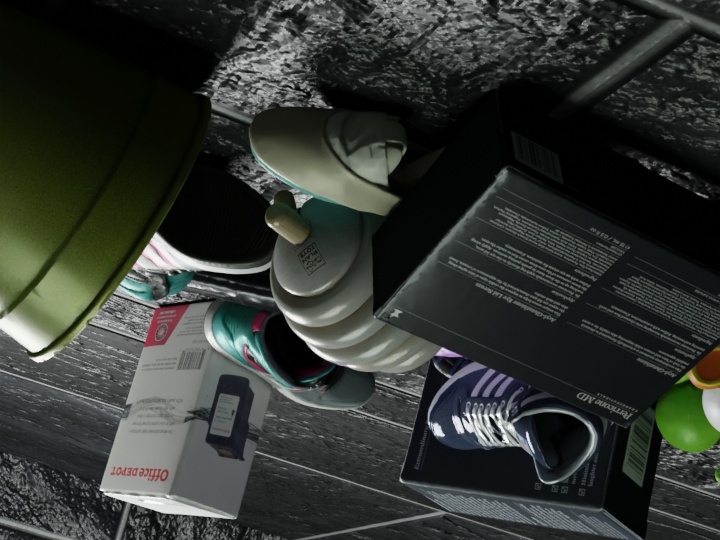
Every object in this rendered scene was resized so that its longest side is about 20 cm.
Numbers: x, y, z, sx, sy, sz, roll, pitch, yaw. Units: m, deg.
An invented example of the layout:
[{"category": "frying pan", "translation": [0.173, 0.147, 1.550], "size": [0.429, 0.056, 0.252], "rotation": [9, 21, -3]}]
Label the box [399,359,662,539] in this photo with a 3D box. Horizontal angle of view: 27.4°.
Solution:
[{"category": "box", "translation": [0.156, 0.141, 1.302], "size": [0.198, 0.150, 0.107], "rotation": [4, 159, 33]}]

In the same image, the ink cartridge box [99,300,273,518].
[{"category": "ink cartridge box", "translation": [-0.167, 0.140, 1.482], "size": [0.084, 0.202, 0.144], "rotation": [26, 160, -33]}]

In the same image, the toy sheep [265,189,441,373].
[{"category": "toy sheep", "translation": [0.000, 0.000, 1.012], "size": [0.137, 0.139, 0.199], "rotation": [-2, 158, 44]}]

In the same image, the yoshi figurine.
[{"category": "yoshi figurine", "translation": [0.280, 0.111, 1.168], "size": [0.111, 0.113, 0.200], "rotation": [20, 176, 13]}]

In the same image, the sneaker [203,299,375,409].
[{"category": "sneaker", "translation": [-0.042, 0.082, 1.410], "size": [0.199, 0.084, 0.120], "rotation": [27, 168, -31]}]

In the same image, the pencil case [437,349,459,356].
[{"category": "pencil case", "translation": [0.067, 0.037, 1.163], "size": [0.199, 0.087, 0.083], "rotation": [-1, 169, 45]}]

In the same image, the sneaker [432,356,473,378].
[{"category": "sneaker", "translation": [0.146, 0.074, 1.224], "size": [0.199, 0.076, 0.077], "rotation": [2, 154, 40]}]

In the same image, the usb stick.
[{"category": "usb stick", "translation": [-0.143, 0.005, 1.331], "size": [0.198, 0.033, 0.055], "rotation": [12, 169, 9]}]

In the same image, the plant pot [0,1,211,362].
[{"category": "plant pot", "translation": [-0.227, -0.081, 0.917], "size": [0.192, 0.202, 0.200], "rotation": [35, 156, -19]}]

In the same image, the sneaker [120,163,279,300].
[{"category": "sneaker", "translation": [-0.136, -0.021, 1.126], "size": [0.198, 0.084, 0.121], "rotation": [17, 159, 22]}]

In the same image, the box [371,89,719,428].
[{"category": "box", "translation": [0.125, -0.002, 0.908], "size": [0.199, 0.079, 0.141], "rotation": [24, 127, -22]}]

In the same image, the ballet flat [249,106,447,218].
[{"category": "ballet flat", "translation": [0.027, -0.066, 0.939], "size": [0.199, 0.070, 0.069], "rotation": [22, 162, -26]}]

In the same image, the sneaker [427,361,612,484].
[{"category": "sneaker", "translation": [0.116, 0.117, 1.134], "size": [0.199, 0.109, 0.070], "rotation": [-23, 109, 38]}]
